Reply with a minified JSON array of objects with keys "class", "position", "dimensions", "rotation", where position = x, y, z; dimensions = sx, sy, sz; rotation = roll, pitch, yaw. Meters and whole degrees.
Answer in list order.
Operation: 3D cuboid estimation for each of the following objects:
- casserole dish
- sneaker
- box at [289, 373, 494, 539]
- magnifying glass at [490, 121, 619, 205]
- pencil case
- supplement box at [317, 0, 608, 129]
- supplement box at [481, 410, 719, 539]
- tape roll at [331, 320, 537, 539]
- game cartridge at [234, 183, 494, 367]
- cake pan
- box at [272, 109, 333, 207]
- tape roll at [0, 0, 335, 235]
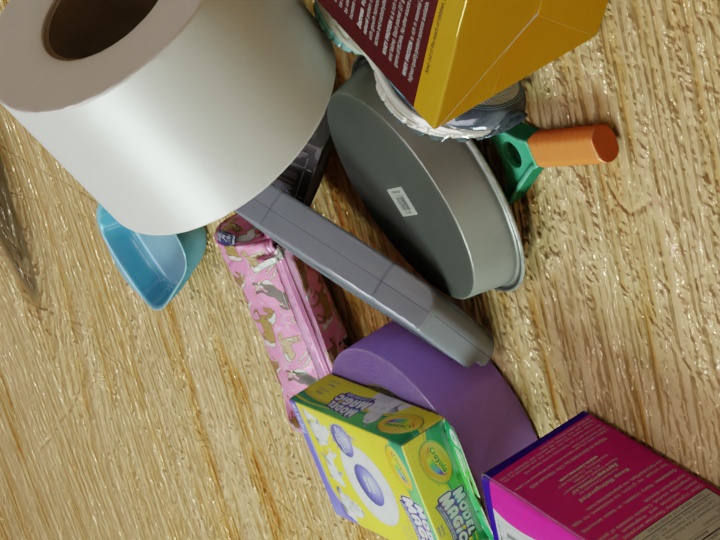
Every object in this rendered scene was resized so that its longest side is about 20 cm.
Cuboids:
[{"class":"casserole dish","position":[-0.195,-0.037,2.081],"dimensions":[0.121,0.039,0.200],"rotation":[56,156,8]},{"class":"sneaker","position":[0.034,-0.161,1.453],"dimensions":[0.200,0.078,0.086],"rotation":[42,148,33]},{"class":"box","position":[0.029,0.157,1.706],"dimensions":[0.200,0.048,0.118],"rotation":[13,130,56]},{"class":"magnifying glass","position":[0.108,-0.079,1.469],"dimensions":[0.200,0.022,0.080],"rotation":[-1,117,62]},{"class":"pencil case","position":[-0.054,0.037,1.845],"dimensions":[0.083,0.087,0.200],"rotation":[-6,116,30]},{"class":"supplement box","position":[0.045,-0.234,1.277],"dimensions":[0.200,0.133,0.197],"rotation":[49,154,21]},{"class":"supplement box","position":[0.190,0.196,1.529],"dimensions":[0.200,0.103,0.101],"rotation":[32,144,48]},{"class":"tape roll","position":[0.061,0.134,1.751],"dimensions":[0.200,0.066,0.200],"rotation":[43,151,31]},{"class":"game cartridge","position":[0.000,0.000,1.654],"dimensions":[0.200,0.041,0.133],"rotation":[33,-179,32]},{"class":"cake pan","position":[0.042,-0.061,1.561],"dimensions":[0.200,0.037,0.200],"rotation":[50,164,20]},{"class":"box","position":[-0.120,-0.119,1.709],"dimensions":[0.200,0.048,0.158],"rotation":[25,155,2]},{"class":"tape roll","position":[-0.135,-0.144,1.511],"dimensions":[0.203,0.203,0.139],"rotation":[28,165,50]}]
